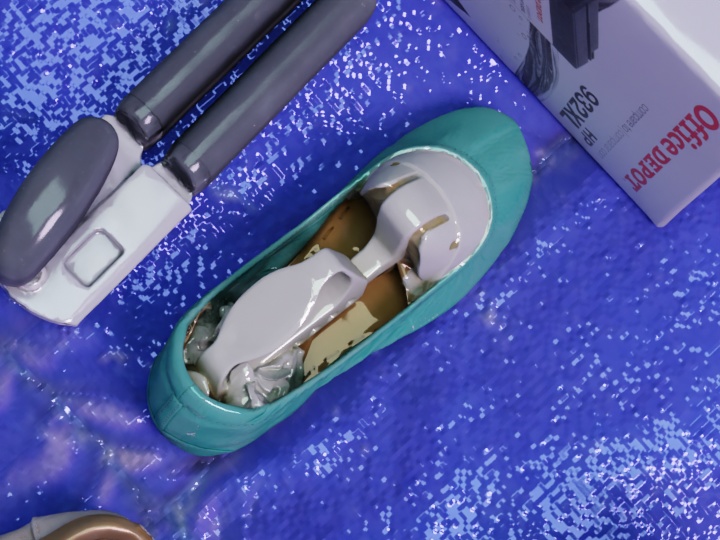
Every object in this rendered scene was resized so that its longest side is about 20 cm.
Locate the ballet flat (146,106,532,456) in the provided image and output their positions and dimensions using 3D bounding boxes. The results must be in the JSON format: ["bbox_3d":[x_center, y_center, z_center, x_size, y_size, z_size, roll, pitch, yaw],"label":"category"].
[{"bbox_3d":[0.000,0.000,0.872,0.200,0.070,0.067,-40,85,-16],"label":"ballet flat"}]

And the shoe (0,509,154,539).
[{"bbox_3d":[-0.164,0.152,0.826,0.199,0.053,0.070,-31,116,-11],"label":"shoe"}]

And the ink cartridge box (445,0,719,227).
[{"bbox_3d":[0.097,-0.129,0.879,0.084,0.145,0.200,-43,87,-15],"label":"ink cartridge box"}]

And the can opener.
[{"bbox_3d":[-0.070,-0.061,0.876,0.053,0.067,0.200,43,75,2],"label":"can opener"}]
